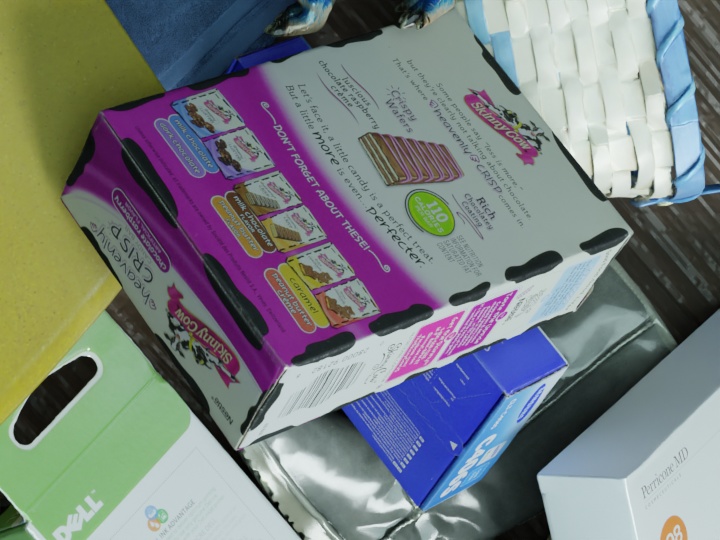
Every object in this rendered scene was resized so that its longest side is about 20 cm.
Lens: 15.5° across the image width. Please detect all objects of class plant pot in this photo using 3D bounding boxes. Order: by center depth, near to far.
[{"bbox_3d":[-0.186,-0.049,1.147,0.176,0.200,0.200,-38,102,-17],"label":"plant pot"}]

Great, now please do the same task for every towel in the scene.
[{"bbox_3d":[-0.113,-0.169,1.198,0.200,0.049,0.112,44,122,-11],"label":"towel"}]

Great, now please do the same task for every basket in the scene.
[{"bbox_3d":[0.133,-0.116,1.220,0.199,0.139,0.177,-9,99,-2],"label":"basket"}]

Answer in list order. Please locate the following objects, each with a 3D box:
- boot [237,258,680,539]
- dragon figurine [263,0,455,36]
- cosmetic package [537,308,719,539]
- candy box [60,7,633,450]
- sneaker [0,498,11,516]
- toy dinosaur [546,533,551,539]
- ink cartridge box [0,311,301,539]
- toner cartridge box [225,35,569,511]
[{"bbox_3d":[0.046,0.058,1.261,0.200,0.073,0.182,-37,115,1],"label":"boot"},{"bbox_3d":[0.005,-0.155,1.123,0.199,0.059,0.100,-2,105,9],"label":"dragon figurine"},{"bbox_3d":[0.163,0.120,1.231,0.200,0.052,0.151,-36,116,-49],"label":"cosmetic package"},{"bbox_3d":[-0.004,-0.022,1.094,0.200,0.061,0.137,-20,64,-38],"label":"candy box"},{"bbox_3d":[-0.206,0.171,1.219,0.200,0.082,0.073,-29,98,-8],"label":"sneaker"},{"bbox_3d":[0.105,0.149,1.282,0.199,0.101,0.058,-11,57,-23],"label":"toy dinosaur"},{"bbox_3d":[-0.104,0.122,1.210,0.200,0.059,0.104,51,56,-11],"label":"ink cartridge box"},{"bbox_3d":[0.000,0.000,1.187,0.043,0.095,0.200,-24,68,-38],"label":"toner cartridge box"}]
